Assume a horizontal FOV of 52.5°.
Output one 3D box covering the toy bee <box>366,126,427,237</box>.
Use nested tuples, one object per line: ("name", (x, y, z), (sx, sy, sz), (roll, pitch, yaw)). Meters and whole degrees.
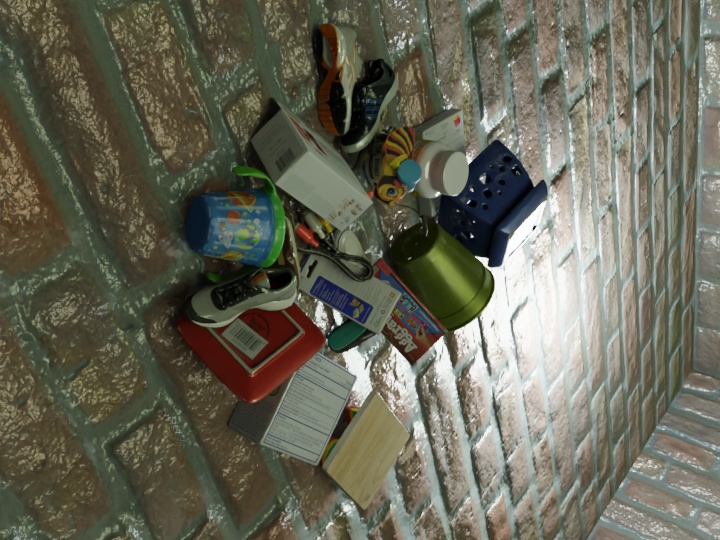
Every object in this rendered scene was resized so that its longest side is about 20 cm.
("toy bee", (0.060, -0.169, 1.355), (0.107, 0.202, 0.132), (-4, 147, -11))

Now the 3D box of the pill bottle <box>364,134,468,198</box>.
("pill bottle", (0.113, -0.207, 1.469), (0.112, 0.198, 0.114), (-19, 117, -44))

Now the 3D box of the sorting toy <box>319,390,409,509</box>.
("sorting toy", (-0.001, 0.395, 1.637), (0.201, 0.069, 0.200), (-54, 136, -21))

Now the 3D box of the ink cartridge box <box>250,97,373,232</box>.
("ink cartridge box", (-0.092, -0.188, 1.307), (0.084, 0.176, 0.199), (-41, 140, 13))

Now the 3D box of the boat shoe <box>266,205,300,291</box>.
("boat shoe", (-0.142, -0.027, 1.336), (0.075, 0.073, 0.204), (-84, 180, -53))

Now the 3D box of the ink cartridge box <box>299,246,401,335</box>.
("ink cartridge box", (-0.026, 0.036, 1.436), (0.198, 0.037, 0.096), (30, 91, -5))

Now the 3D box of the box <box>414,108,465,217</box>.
("box", (0.183, -0.245, 1.660), (0.155, 0.041, 0.202), (-35, 128, -38))

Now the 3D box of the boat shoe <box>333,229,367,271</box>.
("boat shoe", (0.000, 0.000, 1.507), (0.071, 0.069, 0.202), (-43, 131, -31))

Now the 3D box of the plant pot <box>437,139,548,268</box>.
("plant pot", (0.305, -0.137, 1.663), (0.200, 0.179, 0.201), (-44, 158, -19))

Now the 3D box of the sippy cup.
("sippy cup", (-0.212, -0.073, 1.206), (0.129, 0.139, 0.181), (2, 81, -38))

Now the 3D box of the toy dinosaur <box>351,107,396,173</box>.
("toy dinosaur", (0.026, -0.253, 1.441), (0.047, 0.088, 0.202), (41, 70, -36))

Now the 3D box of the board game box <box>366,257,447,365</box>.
("board game box", (0.072, 0.083, 1.470), (0.103, 0.019, 0.200), (-43, 94, 3))

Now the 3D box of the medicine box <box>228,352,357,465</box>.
("medicine box", (-0.127, 0.250, 1.420), (0.182, 0.102, 0.202), (38, 73, -48))

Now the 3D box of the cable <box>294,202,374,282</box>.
("cable", (-0.060, -0.041, 1.382), (0.200, 0.050, 0.097), (46, 73, -5))

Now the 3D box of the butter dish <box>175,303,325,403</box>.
("butter dish", (-0.196, 0.135, 1.274), (0.199, 0.200, 0.148), (-37, 163, -36))

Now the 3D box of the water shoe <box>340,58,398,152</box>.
("water shoe", (0.003, -0.321, 1.413), (0.079, 0.071, 0.202), (47, 60, -41))

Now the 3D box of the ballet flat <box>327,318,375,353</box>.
("ballet flat", (0.020, 0.108, 1.522), (0.199, 0.073, 0.073), (-33, 133, 3))

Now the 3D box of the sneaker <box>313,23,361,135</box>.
("sneaker", (-0.028, -0.355, 1.360), (0.092, 0.075, 0.203), (-25, 122, -46))

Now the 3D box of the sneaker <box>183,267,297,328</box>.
("sneaker", (-0.195, 0.035, 1.203), (0.198, 0.075, 0.080), (-15, 153, -26))

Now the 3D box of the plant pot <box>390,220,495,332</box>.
("plant pot", (0.169, -0.001, 1.628), (0.201, 0.199, 0.193), (-54, 124, -22))
